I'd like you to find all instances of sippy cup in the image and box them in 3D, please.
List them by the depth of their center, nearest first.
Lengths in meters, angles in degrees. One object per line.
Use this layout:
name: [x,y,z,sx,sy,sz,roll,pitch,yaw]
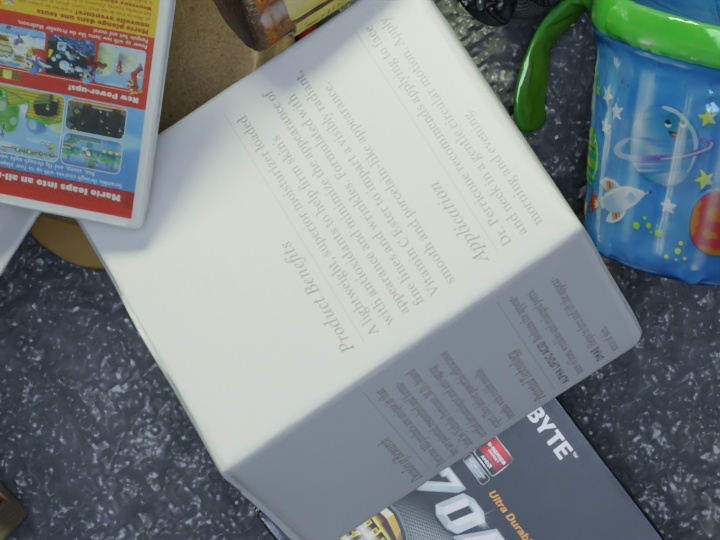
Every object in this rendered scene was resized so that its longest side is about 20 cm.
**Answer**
sippy cup: [0.168,-0.065,1.472,0.139,0.178,0.131,5,106,-27]

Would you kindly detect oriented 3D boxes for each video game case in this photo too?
video game case: [-0.153,-0.125,1.336,0.142,0.017,0.201,11,112,3]

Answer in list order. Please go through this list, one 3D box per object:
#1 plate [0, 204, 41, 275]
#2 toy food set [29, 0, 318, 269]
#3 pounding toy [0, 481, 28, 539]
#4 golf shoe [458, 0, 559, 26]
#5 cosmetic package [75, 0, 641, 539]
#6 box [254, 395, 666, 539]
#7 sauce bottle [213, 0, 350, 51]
plate: [-0.237,-0.065,1.412,0.200,0.032,0.200,35,101,7]
toy food set: [-0.120,-0.116,1.500,0.198,0.049,0.200,-36,86,13]
pounding toy: [-0.244,0.112,1.438,0.142,0.200,0.184,-44,91,10]
golf shoe: [0.057,-0.223,1.478,0.077,0.094,0.201,-8,100,16]
cosmetic package: [0.000,0.000,1.430,0.199,0.165,0.165,-33,66,3]
box: [0.066,0.149,1.519,0.159,0.046,0.200,-37,91,2]
sauce bottle: [0.019,-0.177,1.390,0.199,0.066,0.066,-33,92,-14]
